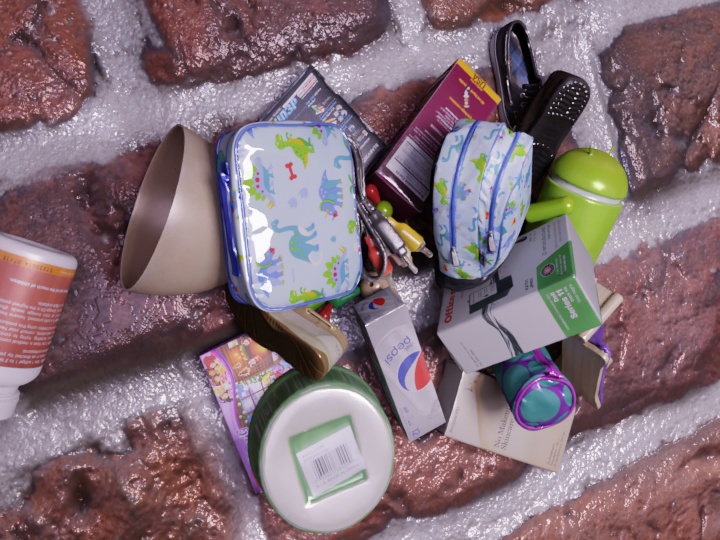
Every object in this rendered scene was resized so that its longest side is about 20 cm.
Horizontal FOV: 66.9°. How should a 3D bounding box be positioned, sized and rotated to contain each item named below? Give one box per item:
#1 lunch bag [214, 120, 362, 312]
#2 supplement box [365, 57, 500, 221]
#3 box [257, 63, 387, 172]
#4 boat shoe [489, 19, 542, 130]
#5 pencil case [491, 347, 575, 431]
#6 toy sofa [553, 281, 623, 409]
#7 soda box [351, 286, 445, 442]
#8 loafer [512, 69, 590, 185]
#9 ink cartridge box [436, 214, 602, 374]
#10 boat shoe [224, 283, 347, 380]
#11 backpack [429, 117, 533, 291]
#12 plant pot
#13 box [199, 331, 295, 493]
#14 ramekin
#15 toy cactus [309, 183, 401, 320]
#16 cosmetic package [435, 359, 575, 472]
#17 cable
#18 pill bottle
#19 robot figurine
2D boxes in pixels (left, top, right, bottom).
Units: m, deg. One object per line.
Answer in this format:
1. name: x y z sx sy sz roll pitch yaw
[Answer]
1. lunch bag: -0.083 -0.064 0.618 0.157 0.081 0.208 -12 101 -34
2. supplement box: 0.096 -0.181 0.778 0.085 0.110 0.202 37 82 -9
3. box: -0.080 -0.157 0.770 0.158 0.046 0.201 42 81 -10
4. boat shoe: 0.252 -0.281 0.838 0.067 0.066 0.208 -12 92 -12
5. pencil case: 0.227 0.125 0.758 0.082 0.201 0.095 14 114 -7
6. toy sofa: 0.332 0.108 0.785 0.083 0.097 0.202 -42 142 -11
7. soda box: 0.055 0.131 0.756 0.062 0.068 0.205 -24 113 -9
8. loafer: 0.258 -0.201 0.803 0.071 0.073 0.202 17 131 -20
9. ink cartridge box: 0.207 0.034 0.734 0.197 0.148 0.084 -29 114 31
10. boat shoe: -0.100 0.065 0.713 0.198 0.076 0.066 35 43 26
11. backpack: 0.150 -0.092 0.687 0.164 0.150 0.203 -51 133 -30
12. plant pot: -0.200 -0.057 0.684 0.132 0.198 0.207 19 85 -34
13. box: -0.123 0.181 0.761 0.133 0.039 0.206 -23 95 -12
14. ramekin: -0.048 0.230 0.707 0.193 0.097 0.208 0 89 -14
15. toy cactus: 0.000 0.000 0.766 0.164 0.102 0.203 39 83 -25
16. cosmetic package: 0.212 0.219 0.822 0.194 0.073 0.107 19 86 -13
17. cable: 0.006 -0.069 0.704 0.096 0.050 0.202 -36 94 -2
18. pill bottle: -0.429 0.065 0.655 0.109 0.112 0.207 18 85 -12
19. robot figurine: 0.314 -0.085 0.801 0.172 0.115 0.206 -12 127 -44
